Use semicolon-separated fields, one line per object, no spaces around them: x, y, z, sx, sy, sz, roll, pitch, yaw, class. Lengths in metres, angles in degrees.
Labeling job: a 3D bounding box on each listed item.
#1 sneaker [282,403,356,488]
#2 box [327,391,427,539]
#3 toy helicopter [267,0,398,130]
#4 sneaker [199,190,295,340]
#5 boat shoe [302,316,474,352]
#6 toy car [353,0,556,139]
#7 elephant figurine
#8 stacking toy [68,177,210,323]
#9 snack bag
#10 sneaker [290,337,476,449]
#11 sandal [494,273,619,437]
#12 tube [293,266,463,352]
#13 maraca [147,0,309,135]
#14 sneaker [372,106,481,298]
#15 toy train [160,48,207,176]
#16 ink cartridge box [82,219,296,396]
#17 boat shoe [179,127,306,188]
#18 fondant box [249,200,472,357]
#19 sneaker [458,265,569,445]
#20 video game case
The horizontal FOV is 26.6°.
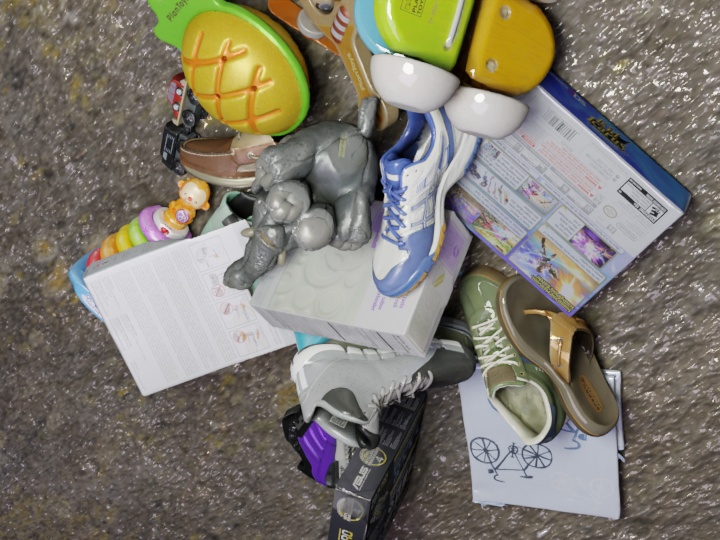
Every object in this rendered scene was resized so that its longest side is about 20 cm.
-0.047;0.175;1.797;0.099;0.070;0.202;16;126;19;sneaker
0.016;0.249;1.730;0.049;0.200;0.162;19;128;11;box
-0.019;-0.232;1.510;0.132;0.079;0.201;-10;106;55;toy helicopter
-0.089;-0.005;1.693;0.200;0.074;0.119;34;136;5;sneaker
0.029;0.077;1.664;0.198;0.062;0.073;2;111;1;boat shoe
0.079;-0.226;1.415;0.150;0.199;0.177;17;91;54;toy car
-0.063;-0.072;1.540;0.200;0.154;0.143;152;104;-72;elephant figurine
-0.233;-0.031;1.745;0.116;0.110;0.200;42;118;-2;stacking toy
0.207;0.190;1.711;0.187;0.021;0.202;3;119;23;snack bag
0.029;0.136;1.579;0.198;0.116;0.075;-3;138;-8;sneaker
0.217;0.084;1.591;0.201;0.080;0.054;55;143;-7;sandal
0.012;0.019;1.637;0.199;0.078;0.050;-25;147;14;tube
-0.132;-0.218;1.538;0.200;0.107;0.137;44;138;-6;maraca
0.043;-0.076;1.491;0.075;0.088;0.202;18;88;44;sneaker
-0.187;-0.191;1.652;0.046;0.034;0.201;32;130;17;toy train
-0.187;0.037;1.701;0.198;0.057;0.164;-21;112;7;ink cartridge box
-0.095;-0.132;1.625;0.198;0.076;0.075;5;118;13;boat shoe
0.000;0.000;1.586;0.199;0.145;0.058;10;156;33;fondant box
0.159;0.096;1.616;0.067;0.090;0.201;-25;99;29;sneaker
0.197;-0.077;1.529;0.200;0.046;0.181;41;128;-3;video game case
